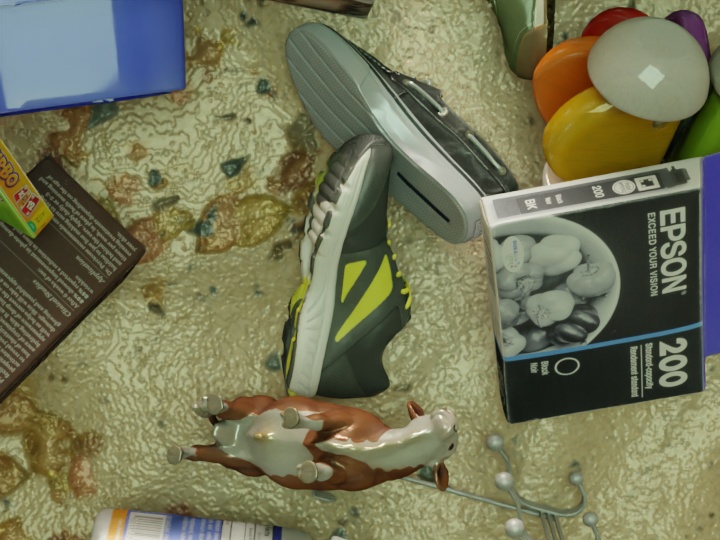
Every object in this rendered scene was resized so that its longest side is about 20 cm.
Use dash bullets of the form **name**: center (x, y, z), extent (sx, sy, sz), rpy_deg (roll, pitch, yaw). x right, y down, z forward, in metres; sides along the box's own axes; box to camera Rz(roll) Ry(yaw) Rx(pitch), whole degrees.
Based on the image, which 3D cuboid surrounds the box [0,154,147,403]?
- **box**: center (-0.251, 0.027, 1.345), extent (0.100, 0.075, 0.200), rpy_deg (45, 62, -2)

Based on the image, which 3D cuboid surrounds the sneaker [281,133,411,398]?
- **sneaker**: center (0.000, 0.000, 1.389), extent (0.085, 0.074, 0.200), rpy_deg (10, 110, -14)

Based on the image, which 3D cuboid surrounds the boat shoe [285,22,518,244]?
- **boat shoe**: center (0.029, -0.104, 1.400), extent (0.071, 0.072, 0.200), rpy_deg (-35, 79, -35)

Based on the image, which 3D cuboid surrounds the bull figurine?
- **bull figurine**: center (-0.032, 0.117, 1.336), extent (0.200, 0.121, 0.065), rpy_deg (-2, 81, 35)

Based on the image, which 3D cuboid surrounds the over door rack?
- **over door rack**: center (0.069, 0.167, 1.353), extent (0.200, 0.148, 0.067), rpy_deg (6, 109, -4)

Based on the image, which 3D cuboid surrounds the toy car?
- **toy car**: center (0.215, -0.117, 1.374), extent (0.200, 0.175, 0.150), rpy_deg (2, 48, -16)

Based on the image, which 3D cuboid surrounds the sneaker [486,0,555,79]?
- **sneaker**: center (0.095, -0.237, 1.408), extent (0.090, 0.067, 0.200), rpy_deg (1, 93, 10)

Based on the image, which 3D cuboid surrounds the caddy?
- **caddy**: center (-0.209, -0.163, 1.344), extent (0.200, 0.141, 0.105), rpy_deg (-9, 96, -13)

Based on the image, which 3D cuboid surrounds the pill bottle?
- **pill bottle**: center (-0.091, 0.231, 1.367), extent (0.200, 0.112, 0.112), rpy_deg (7, 89, -4)

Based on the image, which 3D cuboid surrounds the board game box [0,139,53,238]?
- **board game box**: center (-0.295, -0.092, 1.322), extent (0.200, 0.096, 0.030), rpy_deg (24, 66, 34)

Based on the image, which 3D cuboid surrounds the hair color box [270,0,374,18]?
- **hair color box**: center (-0.084, -0.228, 1.375), extent (0.200, 0.100, 0.061), rpy_deg (10, 90, -3)

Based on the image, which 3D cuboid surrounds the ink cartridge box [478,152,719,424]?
- **ink cartridge box**: center (0.188, 0.013, 1.355), extent (0.200, 0.043, 0.198), rpy_deg (-12, 133, -2)
